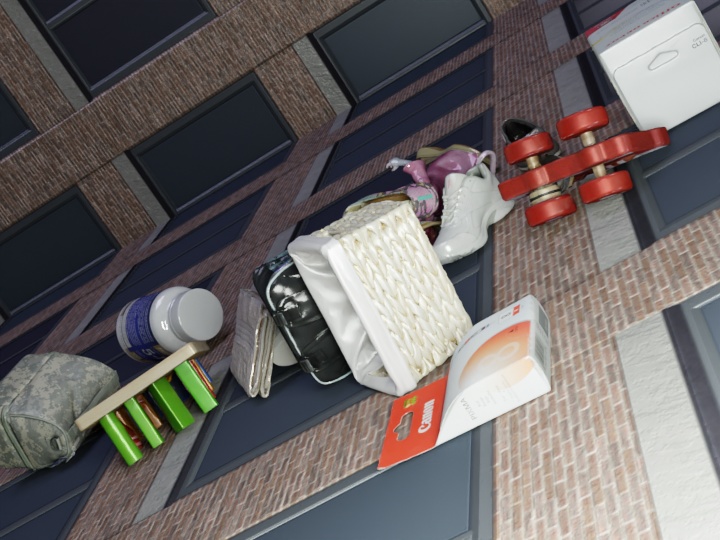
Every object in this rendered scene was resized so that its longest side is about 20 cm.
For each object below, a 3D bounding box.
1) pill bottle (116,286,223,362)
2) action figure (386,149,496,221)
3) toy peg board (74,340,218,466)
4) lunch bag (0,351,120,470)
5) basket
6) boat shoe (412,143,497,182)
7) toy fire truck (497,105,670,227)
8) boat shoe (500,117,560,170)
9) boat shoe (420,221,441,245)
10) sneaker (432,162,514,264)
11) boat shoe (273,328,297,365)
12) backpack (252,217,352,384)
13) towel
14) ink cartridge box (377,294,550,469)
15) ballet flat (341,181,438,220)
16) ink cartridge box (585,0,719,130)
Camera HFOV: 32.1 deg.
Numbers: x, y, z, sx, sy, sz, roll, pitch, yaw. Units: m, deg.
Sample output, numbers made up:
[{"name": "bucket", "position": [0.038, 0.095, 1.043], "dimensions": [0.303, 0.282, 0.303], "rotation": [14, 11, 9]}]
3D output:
[{"name": "pill bottle", "position": [-0.330, 0.092, 2.184], "dimensions": [0.200, 0.120, 0.120], "rotation": [-16, 22, 51]}, {"name": "action figure", "position": [0.114, -0.107, 1.910], "dimensions": [0.149, 0.134, 0.200], "rotation": [2, 18, 21]}, {"name": "toy peg board", "position": [-0.297, 0.200, 1.856], "dimensions": [0.200, 0.098, 0.199], "rotation": [-34, -2, -3]}, {"name": "lunch bag", "position": [-0.509, 0.233, 2.080], "dimensions": [0.167, 0.140, 0.200], "rotation": [-7, 28, 25]}, {"name": "basket", "position": [0.027, 0.027, 1.460], "dimensions": [0.123, 0.200, 0.136], "rotation": [-31, 13, -18]}, {"name": "boat shoe", "position": [0.153, -0.167, 2.112], "dimensions": [0.200, 0.072, 0.072], "rotation": [10, 75, 55]}, {"name": "toy fire truck", "position": [0.289, -0.136, 1.637], "dimensions": [0.200, 0.112, 0.168], "rotation": [-23, -6, 35]}, {"name": "boat shoe", "position": [0.260, -0.203, 1.978], "dimensions": [0.067, 0.057, 0.200], "rotation": [-33, 14, 1]}, {"name": "boat shoe", "position": [0.050, -0.014, 1.784], "dimensions": [0.200, 0.074, 0.066], "rotation": [-42, 11, -31]}, {"name": "sneaker", "position": [0.139, -0.083, 1.761], "dimensions": [0.078, 0.099, 0.200], "rotation": [-22, 18, 39]}, {"name": "boat shoe", "position": [-0.065, 0.046, 1.740], "dimensions": [0.200, 0.072, 0.069], "rotation": [-55, 41, 28]}, {"name": "backpack", "position": [-0.018, 0.025, 1.599], "dimensions": [0.200, 0.178, 0.151], "rotation": [-31, 19, -5]}, {"name": "towel", "position": [-0.155, 0.100, 1.781], "dimensions": [0.034, 0.133, 0.200], "rotation": [7, 3, -15]}, {"name": "ink cartridge box", "position": [0.101, 0.113, 1.299], "dimensions": [0.200, 0.050, 0.162], "rotation": [-26, 15, 17]}, {"name": "ballet flat", "position": [0.024, -0.081, 1.813], "dimensions": [0.200, 0.069, 0.071], "rotation": [-19, -8, 43]}, {"name": "ink cartridge box", "position": [0.418, -0.295, 1.753], "dimensions": [0.145, 0.145, 0.200], "rotation": [-29, 14, 15]}]
